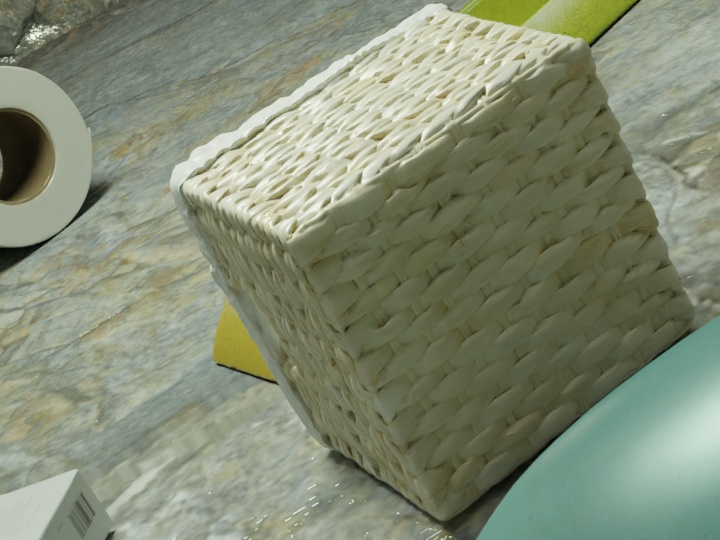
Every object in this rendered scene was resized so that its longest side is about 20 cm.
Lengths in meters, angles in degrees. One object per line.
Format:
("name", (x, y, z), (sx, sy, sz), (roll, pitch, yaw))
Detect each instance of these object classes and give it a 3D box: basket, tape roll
("basket", (0.038, -0.009, 0.719), (0.199, 0.199, 0.161), (-34, 25, -14))
("tape roll", (-0.428, -0.126, 1.529), (0.139, 0.203, 0.203), (0, 35, 49))

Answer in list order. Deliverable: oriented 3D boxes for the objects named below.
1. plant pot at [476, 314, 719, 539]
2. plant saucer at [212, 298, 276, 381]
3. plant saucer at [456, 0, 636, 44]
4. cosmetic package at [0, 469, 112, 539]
("plant pot", (0.121, 0.113, 0.376), (0.161, 0.201, 0.201), (-32, 19, 24))
("plant saucer", (0.000, 0.000, 0.943), (0.200, 0.049, 0.200), (-39, 23, -23))
("plant saucer", (0.145, -0.232, 1.267), (0.199, 0.048, 0.200), (0, 36, 50))
("cosmetic package", (-0.246, 0.214, 0.774), (0.150, 0.052, 0.200), (-18, 25, 20))
